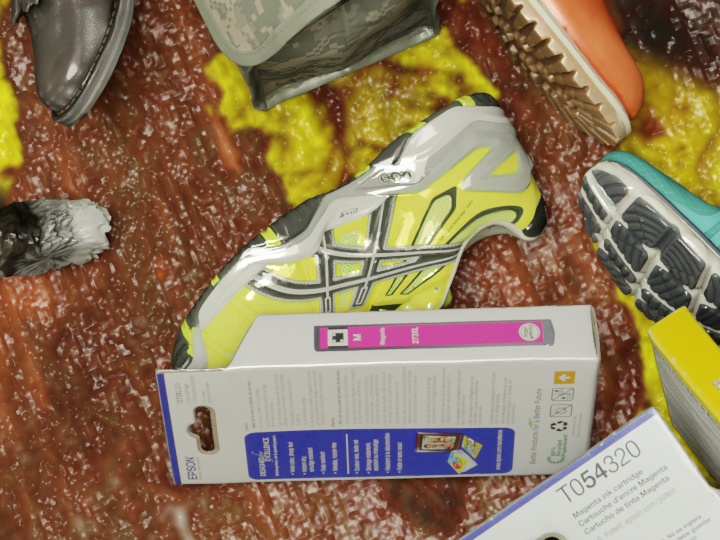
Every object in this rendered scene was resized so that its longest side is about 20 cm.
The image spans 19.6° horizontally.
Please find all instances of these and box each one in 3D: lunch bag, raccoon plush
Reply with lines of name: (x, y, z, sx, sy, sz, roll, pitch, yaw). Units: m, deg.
lunch bag: (-0.036, -0.176, 0.930, 0.117, 0.200, 0.165, -23, 85, -2)
raccoon plush: (-0.233, -0.043, 0.995, 0.198, 0.097, 0.135, -9, 68, -30)

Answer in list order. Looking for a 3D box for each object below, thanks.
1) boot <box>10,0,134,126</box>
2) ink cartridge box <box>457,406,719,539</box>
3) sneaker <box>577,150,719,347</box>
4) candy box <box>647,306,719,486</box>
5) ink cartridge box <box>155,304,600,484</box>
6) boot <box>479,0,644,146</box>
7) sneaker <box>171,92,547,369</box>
boot: (-0.196, -0.169, 0.950, 0.173, 0.069, 0.202, 9, 64, -36)
ink cartridge box: (0.117, 0.191, 0.935, 0.196, 0.043, 0.201, -36, 84, 21)
sneaker: (0.192, 0.002, 0.984, 0.199, 0.078, 0.080, 32, 66, -1)
candy box: (0.196, 0.112, 0.908, 0.026, 0.102, 0.201, -32, 59, -6)
ink cartridge box: (0.009, 0.059, 0.956, 0.198, 0.095, 0.037, -3, 52, -1)
boot: (0.098, -0.161, 0.993, 0.107, 0.075, 0.201, -28, 83, -7)
sneaker: (0.000, 0.000, 0.974, 0.199, 0.075, 0.077, -36, 84, -2)
